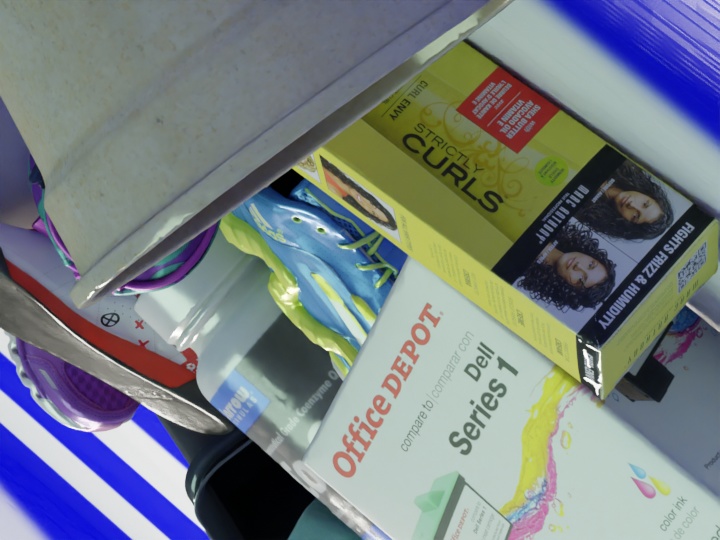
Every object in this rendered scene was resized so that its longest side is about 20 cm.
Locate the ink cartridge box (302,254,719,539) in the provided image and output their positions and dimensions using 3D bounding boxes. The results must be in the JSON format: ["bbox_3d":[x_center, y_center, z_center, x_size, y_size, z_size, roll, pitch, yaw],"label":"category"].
[{"bbox_3d":[0.091,0.079,1.101,0.200,0.084,0.145,39,134,13],"label":"ink cartridge box"}]

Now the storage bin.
[{"bbox_3d":[-0.058,0.114,1.555,0.134,0.145,0.200,45,169,42],"label":"storage bin"}]

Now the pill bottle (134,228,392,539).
[{"bbox_3d":[-0.011,0.051,1.355,0.200,0.114,0.114,41,166,2],"label":"pill bottle"}]

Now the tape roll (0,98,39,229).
[{"bbox_3d":[-0.242,-0.084,1.461,0.202,0.071,0.203,34,130,52],"label":"tape roll"}]

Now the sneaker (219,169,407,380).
[{"bbox_3d":[0.000,0.000,1.251,0.200,0.076,0.105,40,166,14],"label":"sneaker"}]

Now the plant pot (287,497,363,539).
[{"bbox_3d":[0.045,0.204,1.452,0.200,0.142,0.141,32,-162,7],"label":"plant pot"}]

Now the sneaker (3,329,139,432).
[{"bbox_3d":[-0.150,-0.012,1.483,0.080,0.201,0.088,1,167,-30],"label":"sneaker"}]

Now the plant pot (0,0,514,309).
[{"bbox_3d":[-0.065,-0.119,0.882,0.184,0.200,0.200,55,166,-1],"label":"plant pot"}]

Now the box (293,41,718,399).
[{"bbox_3d":[0.039,-0.040,1.026,0.200,0.075,0.050,38,164,22],"label":"box"}]

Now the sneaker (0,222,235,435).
[{"bbox_3d":[-0.132,-0.004,1.420,0.201,0.108,0.067,33,155,-22],"label":"sneaker"}]

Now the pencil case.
[{"bbox_3d":[-0.116,-0.041,1.265,0.085,0.093,0.200,35,180,-10],"label":"pencil case"}]
